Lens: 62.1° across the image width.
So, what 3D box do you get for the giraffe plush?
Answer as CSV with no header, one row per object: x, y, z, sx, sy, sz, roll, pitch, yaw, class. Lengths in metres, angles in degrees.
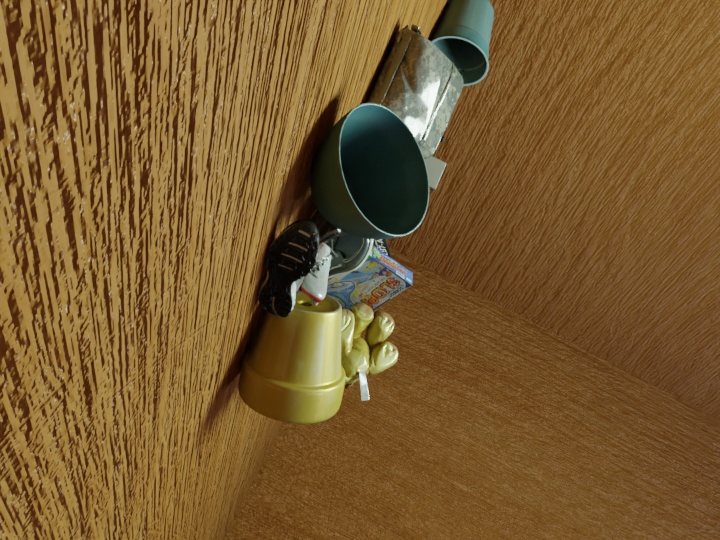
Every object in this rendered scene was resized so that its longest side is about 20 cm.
-0.025,0.186,1.297,0.161,0.169,0.206,-30,-134,57,giraffe plush

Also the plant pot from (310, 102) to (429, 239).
-0.003,-0.139,0.945,0.133,0.200,0.203,-16,-143,45,plant pot

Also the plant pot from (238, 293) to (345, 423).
-0.114,0.143,1.094,0.201,0.195,0.195,-53,156,-75,plant pot

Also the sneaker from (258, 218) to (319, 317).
-0.113,-0.014,0.946,0.202,0.072,0.081,121,-11,-46,sneaker

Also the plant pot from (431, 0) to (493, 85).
0.307,-0.698,1.782,0.201,0.195,0.201,108,1,-71,plant pot

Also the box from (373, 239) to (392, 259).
0.000,0.000,1.388,0.200,0.043,0.164,-49,-129,45,box

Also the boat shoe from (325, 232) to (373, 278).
-0.054,-0.029,1.190,0.198,0.061,0.075,-28,-112,42,boat shoe

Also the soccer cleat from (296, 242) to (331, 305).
-0.085,-0.007,1.084,0.086,0.068,0.201,-53,-163,10,soccer cleat

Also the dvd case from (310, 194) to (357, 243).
-0.042,-0.126,1.101,0.147,0.016,0.203,-22,-146,51,dvd case

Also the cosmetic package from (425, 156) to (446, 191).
0.115,-0.277,1.518,0.075,0.196,0.104,-63,177,6,cosmetic package

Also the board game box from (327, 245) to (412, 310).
-0.003,0.031,1.271,0.199,0.134,0.035,-37,-147,38,board game box

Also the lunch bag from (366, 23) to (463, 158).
0.096,-0.350,1.181,0.167,0.138,0.204,24,93,-57,lunch bag

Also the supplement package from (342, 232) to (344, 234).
0.003,-0.161,1.272,0.204,0.115,0.117,-63,177,-10,supplement package

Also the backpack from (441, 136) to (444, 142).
0.186,-0.471,1.889,0.200,0.162,0.131,-45,142,-72,backpack
